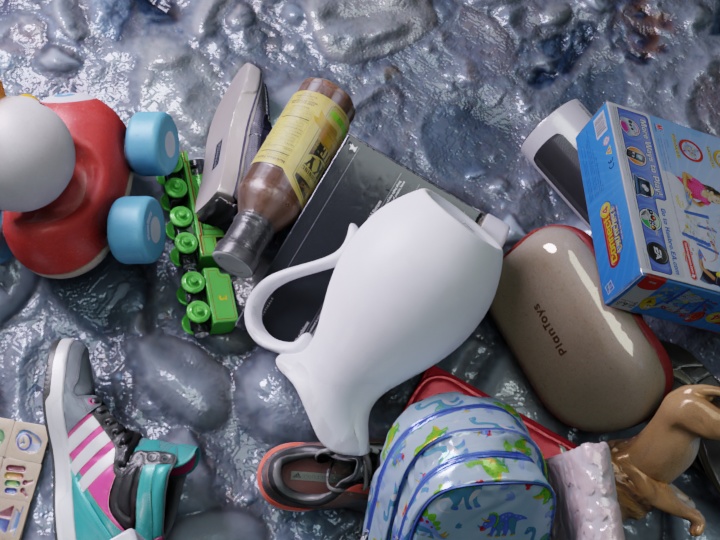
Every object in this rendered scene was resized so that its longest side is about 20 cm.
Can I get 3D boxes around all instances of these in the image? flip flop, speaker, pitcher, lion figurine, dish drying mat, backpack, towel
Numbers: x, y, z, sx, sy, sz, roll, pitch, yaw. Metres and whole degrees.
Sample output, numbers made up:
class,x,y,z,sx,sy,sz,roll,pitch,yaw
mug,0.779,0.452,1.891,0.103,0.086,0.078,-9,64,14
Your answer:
class,x,y,z,sx,sy,sz,roll,pitch,yaw
flip flop,0.330,0.155,0.836,0.081,0.058,0.200,-31,60,-12
speaker,0.258,-0.077,0.902,0.081,0.081,0.200,-34,76,-18
pitcher,0.004,0.021,0.717,0.172,0.121,0.200,43,104,21
lion figurine,0.266,0.153,0.757,0.122,0.072,0.200,33,107,1
dish drying mat,0.135,0.166,0.823,0.199,0.018,0.077,29,69,5
backpack,0.080,0.196,0.695,0.162,0.154,0.201,5,98,-7
towel,0.169,0.246,0.693,0.032,0.191,0.201,-4,74,-7

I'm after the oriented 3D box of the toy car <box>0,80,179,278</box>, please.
class,x,y,z,sx,sy,sz,roll,pitch,yaw
toy car,-0.281,-0.105,0.762,0.183,0.200,0.178,1,67,9

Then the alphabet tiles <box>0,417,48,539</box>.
class,x,y,z,sx,sy,sz,roll,pitch,yaw
alphabet tiles,-0.372,0.217,0.747,0.166,0.008,0.201,11,68,-3

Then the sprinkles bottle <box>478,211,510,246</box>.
class,x,y,z,sx,sy,sz,roll,pitch,yaw
sprinkles bottle,0.047,-0.061,0.876,0.199,0.068,0.068,29,68,5

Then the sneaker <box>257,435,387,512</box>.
class,x,y,z,sx,sy,sz,roll,pitch,yaw
sneaker,0.010,0.179,0.764,0.199,0.082,0.078,-6,76,-7

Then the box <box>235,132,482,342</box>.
class,x,y,z,sx,sy,sz,roll,pitch,yaw
box,0.000,0.000,0.805,0.141,0.079,0.201,32,91,4

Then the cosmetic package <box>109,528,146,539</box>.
class,x,y,z,sx,sy,sz,roll,pitch,yaw
cosmetic package,-0.189,0.307,0.627,0.164,0.200,0.165,-27,74,-16

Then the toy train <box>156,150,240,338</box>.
class,x,y,z,sx,sy,sz,roll,pitch,yaw
toy train,-0.157,-0.030,0.854,0.056,0.042,0.201,-4,66,-24

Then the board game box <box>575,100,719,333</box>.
class,x,y,z,sx,sy,sz,roll,pitch,yaw
board game box,0.308,-0.043,0.814,0.195,0.056,0.201,14,53,-17

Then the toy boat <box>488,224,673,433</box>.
class,x,y,z,sx,sy,sz,roll,pitch,yaw
toy boat,0.221,0.052,0.839,0.130,0.131,0.201,-12,67,-43

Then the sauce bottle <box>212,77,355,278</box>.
class,x,y,z,sx,sy,sz,roll,pitch,yaw
sauce bottle,-0.071,-0.084,0.804,0.064,0.065,0.201,25,67,4

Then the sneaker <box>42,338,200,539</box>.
class,x,y,z,sx,sy,sz,roll,pitch,yaw
sneaker,-0.200,0.149,0.751,0.120,0.084,0.201,-9,77,-5

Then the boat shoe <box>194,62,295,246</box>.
class,x,y,z,sx,sy,sz,roll,pitch,yaw
boat shoe,-0.103,-0.114,0.887,0.092,0.075,0.201,26,53,-27
